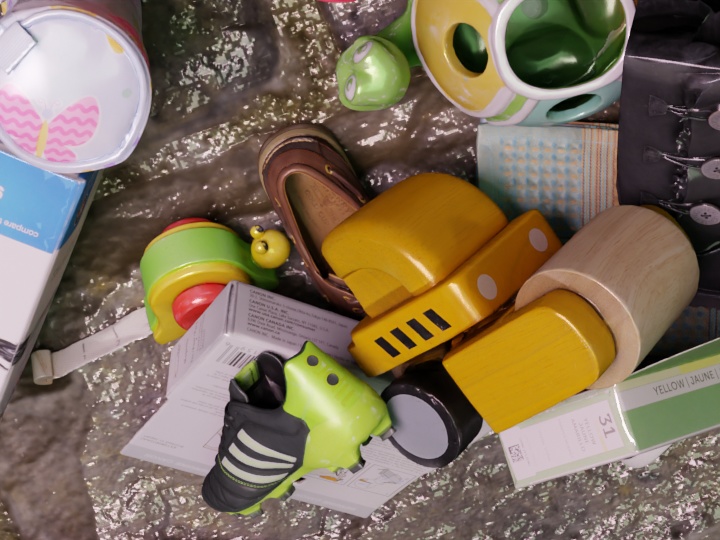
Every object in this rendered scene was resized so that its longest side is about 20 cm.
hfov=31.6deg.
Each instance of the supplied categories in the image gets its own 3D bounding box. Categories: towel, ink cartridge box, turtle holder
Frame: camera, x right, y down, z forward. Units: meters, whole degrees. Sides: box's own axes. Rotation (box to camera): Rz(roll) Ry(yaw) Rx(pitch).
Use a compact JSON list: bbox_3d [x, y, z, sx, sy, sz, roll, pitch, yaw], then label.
[{"bbox_3d":[0.170,-0.019,0.807,0.200,0.022,0.147,4,93,5],"label":"towel"},{"bbox_3d":[-0.035,0.093,0.841,0.200,0.044,0.174,20,141,-24],"label":"ink cartridge box"},{"bbox_3d":[-0.223,-0.003,0.764,0.084,0.145,0.200,22,109,-10],"label":"ink cartridge box"},{"bbox_3d":[0.192,0.065,0.703,0.145,0.200,0.048,-10,79,-37],"label":"ink cartridge box"},{"bbox_3d":[0.086,-0.150,0.727,0.185,0.132,0.141,9,112,-7],"label":"turtle holder"}]

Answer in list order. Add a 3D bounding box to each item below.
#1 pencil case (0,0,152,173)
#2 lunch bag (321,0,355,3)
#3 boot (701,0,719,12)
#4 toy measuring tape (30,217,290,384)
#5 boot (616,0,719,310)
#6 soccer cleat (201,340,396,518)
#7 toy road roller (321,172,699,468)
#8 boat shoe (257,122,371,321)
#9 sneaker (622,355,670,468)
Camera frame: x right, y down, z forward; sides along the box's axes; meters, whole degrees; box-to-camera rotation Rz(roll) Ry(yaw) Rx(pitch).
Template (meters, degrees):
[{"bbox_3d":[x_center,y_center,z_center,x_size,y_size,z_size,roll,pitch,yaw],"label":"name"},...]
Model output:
[{"bbox_3d":[-0.159,-0.123,0.692,0.083,0.200,0.091,-30,118,2],"label":"pencil case"},{"bbox_3d":[-0.073,-0.213,0.666,0.200,0.176,0.082,16,122,-9],"label":"lunch bag"},{"bbox_3d":[0.200,-0.222,0.689,0.079,0.158,0.211,-15,112,3],"label":"boot"},{"bbox_3d":[-0.139,0.017,0.817,0.200,0.074,0.074,-23,112,10],"label":"toy measuring tape"},{"bbox_3d":[0.221,-0.060,0.696,0.165,0.066,0.200,-2,138,5],"label":"boot"},{"bbox_3d":[-0.053,0.094,0.763,0.081,0.068,0.200,49,144,-4],"label":"soccer cleat"},{"bbox_3d":[0.069,0.006,0.707,0.146,0.123,0.200,54,137,-3],"label":"toy road roller"},{"bbox_3d":[0.000,-0.001,0.819,0.072,0.068,0.200,-32,111,10],"label":"boat shoe"},{"bbox_3d":[0.199,0.038,0.842,0.099,0.071,0.200,26,113,-18],"label":"sneaker"}]
